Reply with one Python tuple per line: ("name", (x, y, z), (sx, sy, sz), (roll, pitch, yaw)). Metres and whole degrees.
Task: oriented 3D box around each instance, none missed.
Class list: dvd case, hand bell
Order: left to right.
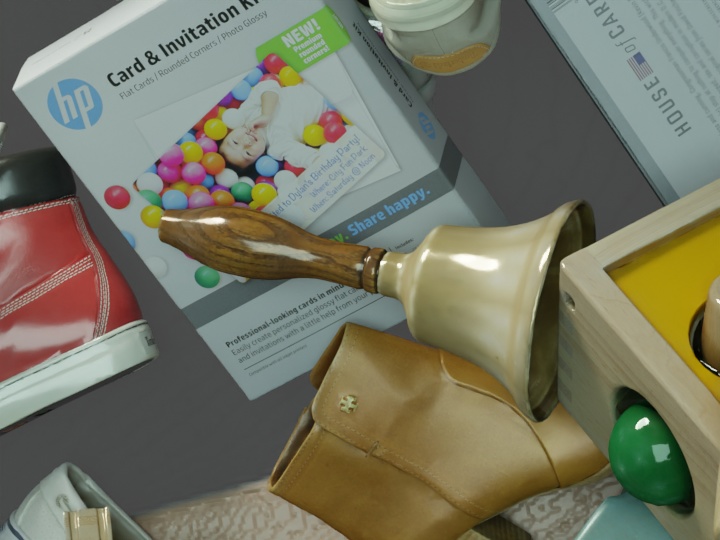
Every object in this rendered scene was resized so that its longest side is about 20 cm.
("hand bell", (0.000, 0.000, 1.385), (0.199, 0.104, 0.105), (11, 93, 17))
("dvd case", (0.188, -0.142, 1.394), (0.200, 0.025, 0.151), (-34, 98, 6))

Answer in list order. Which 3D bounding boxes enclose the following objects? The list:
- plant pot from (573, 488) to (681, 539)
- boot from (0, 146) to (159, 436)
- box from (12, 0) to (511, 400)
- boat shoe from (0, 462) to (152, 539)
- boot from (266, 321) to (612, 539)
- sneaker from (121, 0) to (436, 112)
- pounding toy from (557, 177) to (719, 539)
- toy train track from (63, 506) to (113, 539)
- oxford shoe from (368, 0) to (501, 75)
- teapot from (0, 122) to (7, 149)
("plant pot", (0.180, 0.192, 1.379), (0.196, 0.200, 0.201), (35, 96, 14))
("boot", (-0.219, 0.022, 1.491), (0.199, 0.072, 0.145), (-26, 87, 0))
("box", (-0.044, -0.052, 1.421), (0.156, 0.041, 0.200), (-28, 111, 21))
("boat shoe", (-0.090, 0.172, 1.475), (0.200, 0.071, 0.070), (40, 99, 13))
("boot", (0.056, 0.057, 1.430), (0.144, 0.071, 0.201), (31, 103, -14))
("sneaker", (-0.041, -0.147, 1.441), (0.199, 0.081, 0.088), (26, 124, 0))
("pounding toy", (0.182, 0.049, 1.288), (0.200, 0.142, 0.184), (-26, 54, -18))
("toy train track", (-0.084, 0.163, 1.433), (0.199, 0.033, 0.115), (-5, 72, -8))
("oxford shoe", (0.036, -0.159, 1.393), (0.075, 0.200, 0.058), (-14, 128, 14))
("teapot", (-0.300, -0.048, 1.459), (0.197, 0.200, 0.146), (-44, 113, -11))
